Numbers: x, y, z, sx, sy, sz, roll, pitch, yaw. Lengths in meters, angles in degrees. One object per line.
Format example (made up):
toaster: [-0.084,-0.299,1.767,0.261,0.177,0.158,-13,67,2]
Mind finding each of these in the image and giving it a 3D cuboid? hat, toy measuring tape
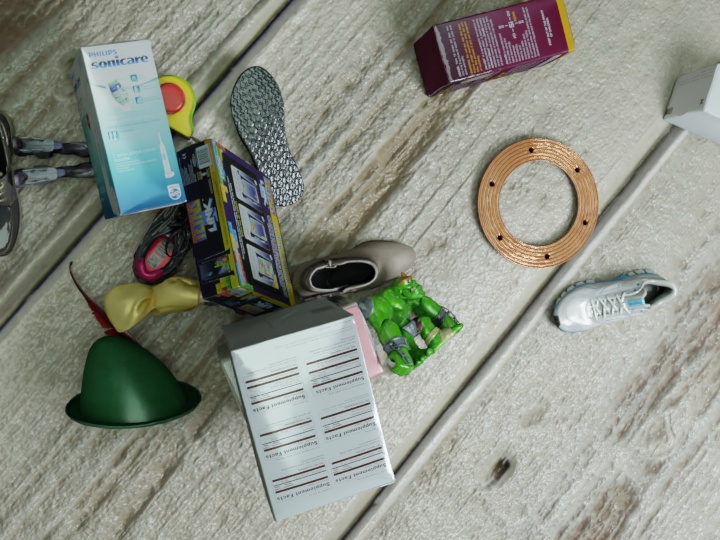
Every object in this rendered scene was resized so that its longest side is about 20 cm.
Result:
hat: [-0.310,0.092,1.083,0.200,0.166,0.176,1,102,6]
toy measuring tape: [-0.228,-0.214,1.152,0.200,0.074,0.074,30,85,-11]

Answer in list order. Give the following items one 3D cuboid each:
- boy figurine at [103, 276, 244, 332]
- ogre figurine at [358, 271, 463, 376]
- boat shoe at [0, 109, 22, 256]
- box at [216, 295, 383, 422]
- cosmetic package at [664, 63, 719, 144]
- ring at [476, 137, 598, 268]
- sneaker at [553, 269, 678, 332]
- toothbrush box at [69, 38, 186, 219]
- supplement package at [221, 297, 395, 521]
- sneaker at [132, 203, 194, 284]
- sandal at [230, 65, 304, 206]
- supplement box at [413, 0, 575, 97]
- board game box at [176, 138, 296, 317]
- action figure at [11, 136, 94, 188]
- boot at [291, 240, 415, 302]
boy figurine: [-0.238,0.040,1.115,0.200,0.124,0.065,-8,89,-36]
ogre figurine: [0.065,0.072,1.183,0.120,0.098,0.200,49,48,7]
boat shoe: [-0.492,-0.117,1.094,0.074,0.073,0.200,-6,93,-12]
box: [-0.087,0.125,1.161,0.200,0.128,0.109,-23,97,-10]
cosmetic package: [0.596,-0.242,1.306,0.200,0.113,0.081,21,88,-14]
ring: [0.273,-0.103,1.287,0.200,0.019,0.201,-1,93,-12]
sneaker: [0.395,0.045,1.284,0.200,0.087,0.075,-19,97,-10]
toothbrush box: [-0.293,-0.171,1.042,0.085,0.146,0.200,-13,97,-23]
supplement package: [-0.069,0.155,1.003,0.147,0.191,0.200,-15,98,-10]
sneaker: [-0.242,-0.065,1.149,0.081,0.075,0.200,29,85,-11]
sandal: [-0.137,-0.188,1.188,0.075,0.048,0.201,-18,108,-12]
supplement box: [0.192,-0.326,1.216,0.200,0.110,0.086,-17,95,-11]
board game box: [-0.158,-0.048,1.078,0.057,0.165,0.200,-18,72,15]
action figure: [-0.360,-0.149,1.126,0.200,0.069,0.130,-6,87,-15]
boot: [0.000,0.000,1.166,0.200,0.146,0.070,-16,93,-12]
